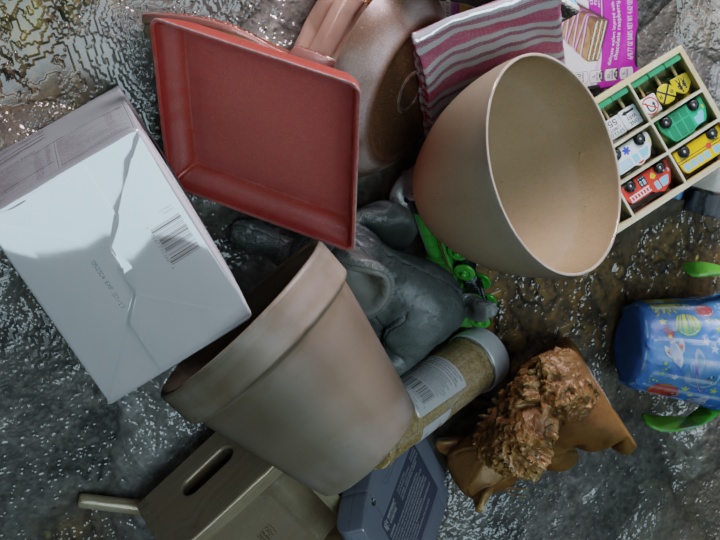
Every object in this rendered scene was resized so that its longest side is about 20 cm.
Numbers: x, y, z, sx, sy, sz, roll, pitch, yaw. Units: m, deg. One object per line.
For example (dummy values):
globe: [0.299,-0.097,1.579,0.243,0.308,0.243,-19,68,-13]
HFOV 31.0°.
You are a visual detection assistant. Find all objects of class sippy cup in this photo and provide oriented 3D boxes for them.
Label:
sippy cup: [0.356,0.086,1.435,0.130,0.140,0.178,6,77,-12]

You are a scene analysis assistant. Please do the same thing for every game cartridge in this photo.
game cartridge: [0.034,0.237,1.326,0.041,0.200,0.133,-13,114,24]

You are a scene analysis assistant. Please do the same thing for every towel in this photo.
towel: [0.126,-0.179,1.216,0.146,0.030,0.200,-22,150,-3]

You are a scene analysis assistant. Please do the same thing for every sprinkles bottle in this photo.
sprinkles bottle: [0.068,0.127,1.318,0.200,0.068,0.068,-30,117,-41]

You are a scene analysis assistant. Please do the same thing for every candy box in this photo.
candy box: [0.179,-0.245,1.302,0.199,0.061,0.137,-9,107,-18]

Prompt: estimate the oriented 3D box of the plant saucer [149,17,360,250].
plant saucer: [-0.085,-0.126,1.155,0.037,0.200,0.200,-56,160,-38]

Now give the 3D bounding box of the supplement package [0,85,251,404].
supplement package: [-0.216,-0.030,1.129,0.147,0.200,0.191,-31,114,-4]

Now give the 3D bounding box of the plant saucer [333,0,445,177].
plant saucer: [0.033,-0.172,1.213,0.200,0.037,0.201,-46,151,-34]

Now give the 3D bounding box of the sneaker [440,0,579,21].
sneaker: [0.129,-0.284,1.198,0.200,0.078,0.090,18,66,-37]

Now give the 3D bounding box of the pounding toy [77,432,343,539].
pounding toy: [-0.137,0.245,1.297,0.200,0.142,0.184,-42,126,-6]

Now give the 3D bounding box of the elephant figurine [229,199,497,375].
elephant figurine: [0.000,0.000,1.259,0.155,0.142,0.200,-40,117,-3]

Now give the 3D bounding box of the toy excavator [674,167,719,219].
toy excavator: [0.302,-0.125,1.369,0.194,0.200,0.100,-7,112,-66]

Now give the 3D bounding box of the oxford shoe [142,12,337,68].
oxford shoe: [-0.109,-0.182,1.177,0.200,0.071,0.074,19,99,3]

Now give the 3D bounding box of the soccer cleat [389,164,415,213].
soccer cleat: [0.128,-0.087,1.315,0.200,0.085,0.069,-9,108,-19]

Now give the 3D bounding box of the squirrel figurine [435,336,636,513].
squirrel figurine: [0.167,0.166,1.357,0.186,0.142,0.200,-32,159,8]

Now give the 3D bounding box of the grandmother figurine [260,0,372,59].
grandmother figurine: [-0.050,-0.182,1.234,0.121,0.061,0.200,27,93,2]

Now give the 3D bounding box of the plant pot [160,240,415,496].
plant pot: [-0.051,0.102,1.167,0.200,0.200,0.174,-44,100,-4]

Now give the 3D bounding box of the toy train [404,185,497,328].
toy train: [0.092,-0.016,1.313,0.042,0.056,0.200,-65,146,-39]

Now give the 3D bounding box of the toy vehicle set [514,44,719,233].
toy vehicle set: [0.263,-0.118,1.283,0.200,0.027,0.124,-32,94,-7]

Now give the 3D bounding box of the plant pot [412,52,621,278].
plant pot: [0.126,-0.084,1.185,0.200,0.134,0.201,13,72,-44]
